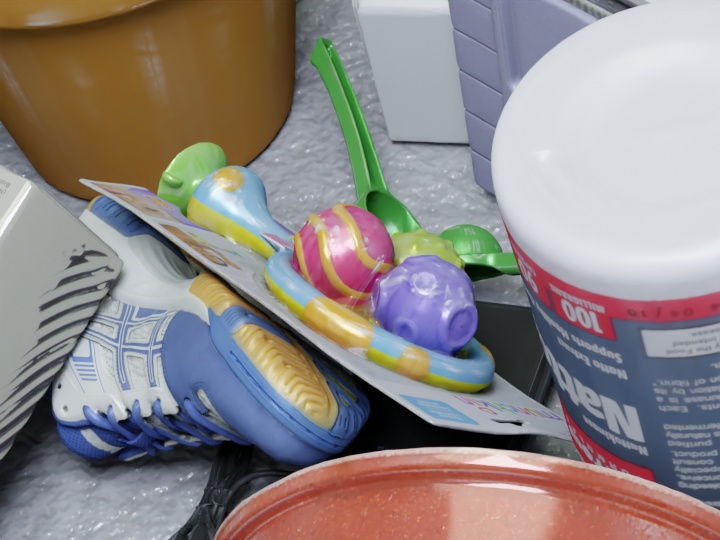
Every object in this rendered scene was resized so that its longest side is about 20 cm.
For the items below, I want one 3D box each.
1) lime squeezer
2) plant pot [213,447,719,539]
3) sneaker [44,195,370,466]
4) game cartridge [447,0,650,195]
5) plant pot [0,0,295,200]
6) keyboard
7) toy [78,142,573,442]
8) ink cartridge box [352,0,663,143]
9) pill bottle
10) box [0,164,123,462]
[{"bbox_3d":[0.038,-0.022,1.116,0.200,0.038,0.071,32,86,40],"label":"lime squeezer"},{"bbox_3d":[0.034,0.189,0.819,0.199,0.201,0.196,1,54,16],"label":"plant pot"},{"bbox_3d":[-0.069,0.045,1.059,0.088,0.075,0.200,-53,32,-3],"label":"sneaker"},{"bbox_3d":[0.110,-0.042,1.063,0.038,0.130,0.200,-31,45,-28],"label":"game cartridge"},{"bbox_3d":[-0.106,-0.135,1.178,0.199,0.184,0.201,-7,44,7],"label":"plant pot"},{"bbox_3d":[-0.005,0.083,1.049,0.126,0.021,0.201,7,47,20],"label":"keyboard"},{"bbox_3d":[0.000,0.000,1.037,0.199,0.115,0.047,30,102,38],"label":"toy"},{"bbox_3d":[0.112,-0.128,1.184,0.199,0.084,0.145,4,47,17],"label":"ink cartridge box"},{"bbox_3d":[0.120,0.018,0.943,0.119,0.201,0.120,-10,47,11],"label":"pill bottle"},{"bbox_3d":[-0.180,0.053,1.039,0.082,0.068,0.201,24,78,38],"label":"box"}]
